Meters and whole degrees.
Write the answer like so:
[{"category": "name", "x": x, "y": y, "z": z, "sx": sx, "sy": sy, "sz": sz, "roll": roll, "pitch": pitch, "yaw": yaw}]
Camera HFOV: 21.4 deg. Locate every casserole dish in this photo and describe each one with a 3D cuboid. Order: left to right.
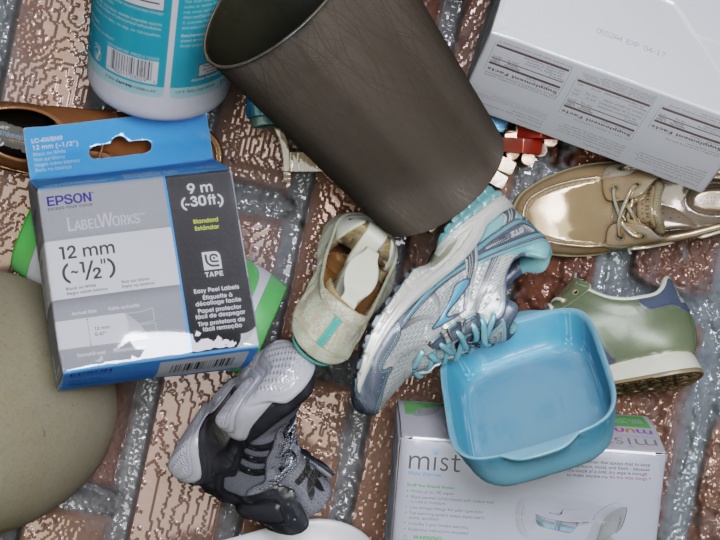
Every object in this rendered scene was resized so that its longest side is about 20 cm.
[{"category": "casserole dish", "x": 0.121, "y": 0.092, "z": 1.356, "sx": 0.120, "sy": 0.200, "sz": 0.039, "roll": -18, "pitch": 115, "yaw": 6}]

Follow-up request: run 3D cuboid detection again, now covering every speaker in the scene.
[{"category": "speaker", "x": -0.160, "y": 0.005, "z": 1.443, "sx": 0.199, "sy": 0.088, "sz": 0.089, "roll": 24, "pitch": 90, "yaw": -2}]

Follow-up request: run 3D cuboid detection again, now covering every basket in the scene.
[{"category": "basket", "x": 0.004, "y": -0.133, "z": 1.347, "sx": 0.135, "sy": 0.181, "sz": 0.200, "roll": -17, "pitch": 127, "yaw": 34}]

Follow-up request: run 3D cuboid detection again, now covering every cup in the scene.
[{"category": "cup", "x": -0.290, "y": 0.117, "z": 1.384, "sx": 0.198, "sy": 0.143, "sz": 0.202, "roll": 2, "pitch": 109, "yaw": 6}]

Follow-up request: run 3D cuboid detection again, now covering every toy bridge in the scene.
[{"category": "toy bridge", "x": -0.058, "y": -0.169, "z": 1.470, "sx": 0.067, "sy": 0.027, "sz": 0.202, "roll": 0, "pitch": 91, "yaw": -1}]

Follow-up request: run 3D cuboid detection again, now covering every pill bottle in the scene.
[{"category": "pill bottle", "x": -0.139, "y": -0.219, "z": 1.384, "sx": 0.110, "sy": 0.111, "sz": 0.201, "roll": 10, "pitch": 125, "yaw": -2}]

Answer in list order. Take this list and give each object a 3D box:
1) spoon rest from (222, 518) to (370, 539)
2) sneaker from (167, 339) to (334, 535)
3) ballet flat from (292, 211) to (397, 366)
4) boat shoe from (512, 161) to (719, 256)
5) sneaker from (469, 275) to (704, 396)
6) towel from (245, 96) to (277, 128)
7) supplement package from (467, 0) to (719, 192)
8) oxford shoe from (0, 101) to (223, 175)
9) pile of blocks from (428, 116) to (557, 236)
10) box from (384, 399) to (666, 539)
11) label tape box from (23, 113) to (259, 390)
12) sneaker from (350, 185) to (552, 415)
[{"category": "spoon rest", "x": -0.082, "y": 0.237, "z": 1.452, "sx": 0.198, "sy": 0.100, "sz": 0.061, "roll": -8, "pitch": 136, "yaw": 1}, {"category": "sneaker", "x": -0.058, "y": 0.128, "z": 1.411, "sx": 0.114, "sy": 0.200, "sz": 0.076, "roll": 37, "pitch": 52, "yaw": -9}, {"category": "ballet flat", "x": 0.000, "y": 0.000, "z": 1.392, "sx": 0.067, "sy": 0.200, "sz": 0.062, "roll": 32, "pitch": 121, "yaw": -9}, {"category": "boat shoe", "x": 0.214, "y": -0.052, "z": 1.461, "sx": 0.198, "sy": 0.065, "sz": 0.072, "roll": -8, "pitch": 91, "yaw": -2}, {"category": "sneaker", "x": 0.160, "y": 0.052, "z": 1.468, "sx": 0.198, "sy": 0.067, "sz": 0.091, "roll": -7, "pitch": 72, "yaw": 7}, {"category": "towel", "x": -0.025, "y": -0.208, "z": 1.445, "sx": 0.146, "sy": 0.022, "sz": 0.202, "roll": -3, "pitch": 91, "yaw": -28}, {"category": "supplement package", "x": 0.195, "y": -0.178, "z": 1.409, "sx": 0.198, "sy": 0.111, "sz": 0.157, "roll": 20, "pitch": 64, "yaw": -3}, {"category": "oxford shoe", "x": -0.204, "y": -0.092, "z": 1.447, "sx": 0.198, "sy": 0.071, "sz": 0.072, "roll": 5, "pitch": 89, "yaw": -3}, {"category": "pile of blocks", "x": 0.104, "y": -0.101, "z": 1.459, "sx": 0.199, "sy": 0.062, "sz": 0.082, "roll": -30, "pitch": 92, "yaw": -1}, {"category": "box", "x": 0.118, "y": 0.199, "z": 1.431, "sx": 0.198, "sy": 0.097, "sz": 0.178, "roll": 3, "pitch": 103, "yaw": -1}, {"category": "label tape box", "x": -0.161, "y": -0.024, "z": 1.371, "sx": 0.142, "sy": 0.066, "sz": 0.202, "roll": -7, "pitch": 78, "yaw": -14}, {"category": "sneaker", "x": 0.068, "y": 0.031, "z": 1.384, "sx": 0.086, "sy": 0.078, "sz": 0.200, "roll": 34, "pitch": 71, "yaw": 10}]
